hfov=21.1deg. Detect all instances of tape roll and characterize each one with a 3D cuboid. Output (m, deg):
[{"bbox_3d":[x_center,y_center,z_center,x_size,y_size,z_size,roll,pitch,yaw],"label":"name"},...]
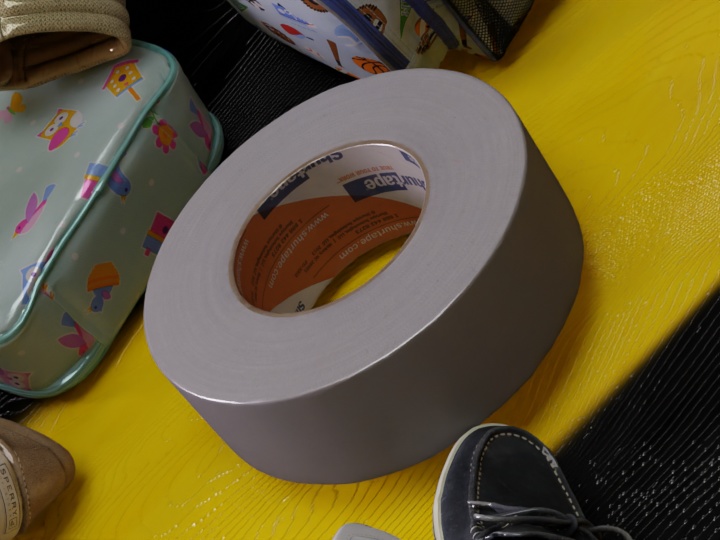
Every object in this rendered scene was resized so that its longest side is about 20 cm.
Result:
[{"bbox_3d":[0.000,0.000,0.894,0.200,0.066,0.200,-22,39,19],"label":"tape roll"}]

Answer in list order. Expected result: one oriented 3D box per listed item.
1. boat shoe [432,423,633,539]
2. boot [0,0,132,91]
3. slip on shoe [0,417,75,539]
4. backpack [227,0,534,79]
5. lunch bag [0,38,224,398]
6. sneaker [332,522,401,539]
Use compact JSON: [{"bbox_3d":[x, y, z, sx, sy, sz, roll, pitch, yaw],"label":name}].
[{"bbox_3d":[0.071,0.121,0.753,0.200,0.074,0.062,-91,22,-58],"label":"boat shoe"},{"bbox_3d":[-0.219,-0.171,1.017,0.200,0.073,0.156,-5,74,1],"label":"boot"},{"bbox_3d":[-0.231,0.098,0.985,0.200,0.076,0.061,-2,16,39],"label":"slip on shoe"},{"bbox_3d":[-0.010,-0.192,0.977,0.200,0.191,0.154,22,70,38],"label":"backpack"},{"bbox_3d":[-0.175,-0.038,1.037,0.160,0.077,0.200,12,64,37],"label":"lunch bag"},{"bbox_3d":[-0.026,0.164,0.759,0.200,0.075,0.115,4,36,-18],"label":"sneaker"}]
